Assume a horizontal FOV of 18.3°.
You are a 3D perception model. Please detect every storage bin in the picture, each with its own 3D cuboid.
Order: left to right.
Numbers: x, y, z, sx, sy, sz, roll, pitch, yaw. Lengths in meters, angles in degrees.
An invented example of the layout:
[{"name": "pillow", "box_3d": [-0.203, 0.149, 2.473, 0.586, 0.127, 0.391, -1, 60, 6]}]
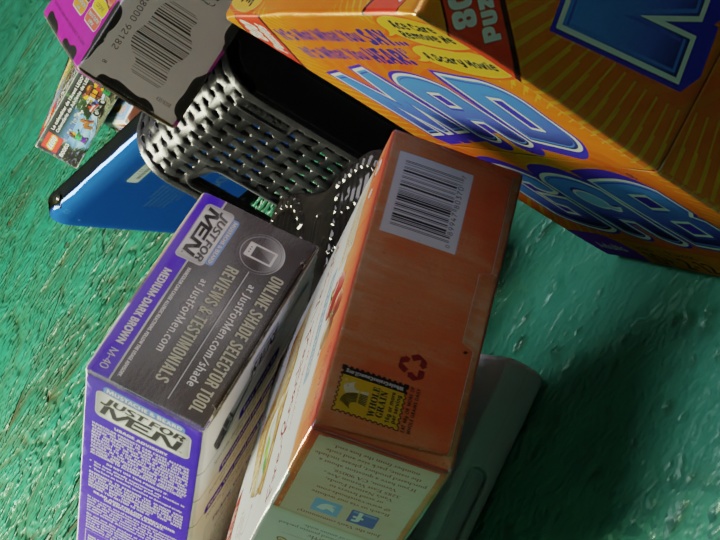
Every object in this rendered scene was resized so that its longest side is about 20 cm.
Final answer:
[{"name": "storage bin", "box_3d": [-0.022, -0.122, 1.187, 0.094, 0.135, 0.201, -38, 30, 44]}]

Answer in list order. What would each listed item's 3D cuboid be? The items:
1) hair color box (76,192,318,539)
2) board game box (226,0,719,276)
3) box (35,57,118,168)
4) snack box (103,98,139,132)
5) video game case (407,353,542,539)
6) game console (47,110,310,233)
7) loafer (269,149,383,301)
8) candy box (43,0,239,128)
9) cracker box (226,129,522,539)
[{"name": "hair color box", "box_3d": [-0.079, 0.069, 1.030, 0.110, 0.065, 0.200, -59, -9, -34]}, {"name": "board game box", "box_3d": [0.107, -0.129, 0.815, 0.201, 0.199, 0.200, -62, 21, -5]}, {"name": "box", "box_3d": [-0.195, -0.178, 1.746, 0.137, 0.038, 0.200, -56, 13, 20]}, {"name": "snack box", "box_3d": [-0.132, -0.194, 1.691, 0.201, 0.024, 0.072, -62, 20, -6]}, {"name": "video game case", "box_3d": [-0.008, 0.117, 1.004, 0.183, 0.023, 0.200, -64, 21, -10]}, {"name": "game console", "box_3d": [-0.081, -0.111, 1.349, 0.200, 0.170, 0.119, -36, 58, 48]}, {"name": "loafer", "box_3d": [0.000, 0.000, 1.078, 0.200, 0.071, 0.073, 157, 128, -68]}, {"name": "candy box", "box_3d": [-0.072, -0.182, 1.101, 0.200, 0.061, 0.136, -57, 22, 8]}, {"name": "cracker box", "box_3d": [-0.003, 0.056, 0.884, 0.200, 0.057, 0.134, 116, 171, -56]}]
